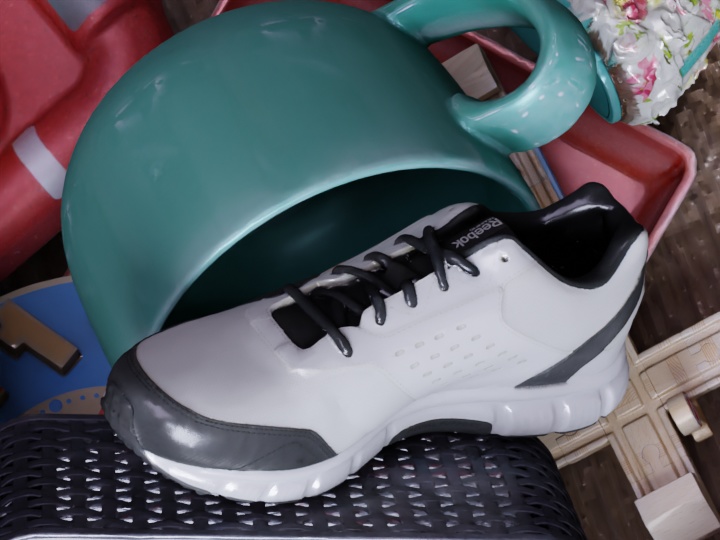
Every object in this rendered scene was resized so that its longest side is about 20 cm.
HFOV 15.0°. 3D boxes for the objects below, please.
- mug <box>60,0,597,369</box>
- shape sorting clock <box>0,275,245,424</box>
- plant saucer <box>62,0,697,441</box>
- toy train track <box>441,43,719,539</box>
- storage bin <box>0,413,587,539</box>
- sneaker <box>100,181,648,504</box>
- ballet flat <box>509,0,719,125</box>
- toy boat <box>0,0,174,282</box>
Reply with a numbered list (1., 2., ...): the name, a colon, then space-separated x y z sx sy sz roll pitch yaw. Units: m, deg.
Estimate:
1. mug: -0.012 -0.024 0.954 0.185 0.152 0.114 -22 51 -11
2. shape sorting clock: -0.092 0.091 0.993 0.200 0.039 0.200 -2 63 5
3. plant saucer: 0.000 0.000 1.041 0.200 0.037 0.200 30 92 19
4. toy train track: 0.073 0.007 0.981 0.115 0.033 0.200 -29 73 11
5. storage bin: -0.029 0.127 0.888 0.200 0.094 0.135 2 111 -6
6. sneaker: 0.008 0.015 0.868 0.074 0.200 0.080 48 136 36
7. ballet flat: 0.064 -0.127 1.019 0.064 0.076 0.200 -36 59 -10
8. toy boat: -0.170 -0.060 1.009 0.200 0.131 0.131 -41 76 0
